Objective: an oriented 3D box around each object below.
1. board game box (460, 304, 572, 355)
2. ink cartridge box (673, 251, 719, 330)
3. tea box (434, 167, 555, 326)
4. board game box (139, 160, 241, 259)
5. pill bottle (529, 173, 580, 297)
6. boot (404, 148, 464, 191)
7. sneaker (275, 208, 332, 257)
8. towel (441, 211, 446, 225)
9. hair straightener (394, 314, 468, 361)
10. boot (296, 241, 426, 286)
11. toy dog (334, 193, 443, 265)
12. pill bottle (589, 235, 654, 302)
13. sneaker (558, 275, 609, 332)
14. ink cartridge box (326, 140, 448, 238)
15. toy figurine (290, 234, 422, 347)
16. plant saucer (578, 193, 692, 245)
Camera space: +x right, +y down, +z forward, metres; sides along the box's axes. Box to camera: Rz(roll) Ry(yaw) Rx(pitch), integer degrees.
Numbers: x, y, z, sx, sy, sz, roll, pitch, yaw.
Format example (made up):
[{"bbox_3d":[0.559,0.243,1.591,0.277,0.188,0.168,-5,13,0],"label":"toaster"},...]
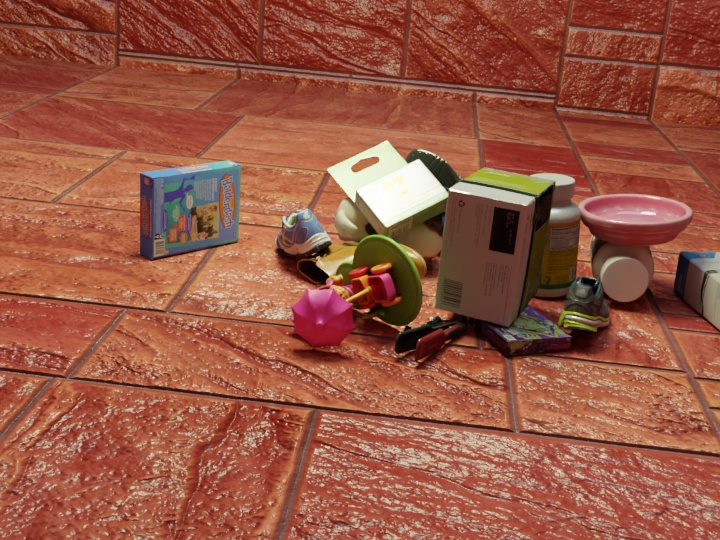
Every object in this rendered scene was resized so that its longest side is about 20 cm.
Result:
[{"bbox_3d":[0.238,0.081,1.608,0.119,0.033,0.200,-6,23,-20],"label":"board game box"},{"bbox_3d":[0.663,0.037,1.749,0.143,0.085,0.200,1,19,-8],"label":"ink cartridge box"},{"bbox_3d":[0.220,-0.044,1.614,0.132,0.202,0.196,14,19,21],"label":"tea box"},{"bbox_3d":[-0.311,-0.114,1.826,0.199,0.154,0.045,-14,26,-43],"label":"board game box"},{"bbox_3d":[0.333,-0.065,1.767,0.111,0.202,0.113,1,19,0],"label":"pill bottle"},{"bbox_3d":[0.172,-0.147,1.944,0.203,0.074,0.154,37,-5,9],"label":"boot"},{"bbox_3d":[-0.110,-0.071,1.803,0.075,0.078,0.200,-27,9,-22],"label":"sneaker"},{"bbox_3d":[0.213,-0.057,1.893,0.199,0.049,0.111,28,-5,42],"label":"towel"},{"bbox_3d":[0.105,0.088,1.534,0.076,0.041,0.199,17,23,28],"label":"hair straightener"},{"bbox_3d":[0.000,-0.001,1.732,0.200,0.072,0.144,13,26,36],"label":"boot"},{"bbox_3d":[0.064,-0.088,1.856,0.198,0.141,0.194,21,6,13],"label":"toy dog"},{"bbox_3d":[0.475,-0.015,1.809,0.109,0.112,0.200,8,20,8],"label":"pill bottle"},{"bbox_3d":[0.375,0.050,1.627,0.073,0.082,0.200,13,9,16],"label":"sneaker"},{"bbox_3d":[0.049,-0.160,1.812,0.145,0.048,0.201,-27,61,-20],"label":"ink cartridge box"},{"bbox_3d":[-0.036,0.048,1.518,0.183,0.152,0.199,-26,12,-38],"label":"toy figurine"},{"bbox_3d":[0.488,-0.089,1.773,0.198,0.051,0.201,-2,19,1],"label":"plant saucer"}]
